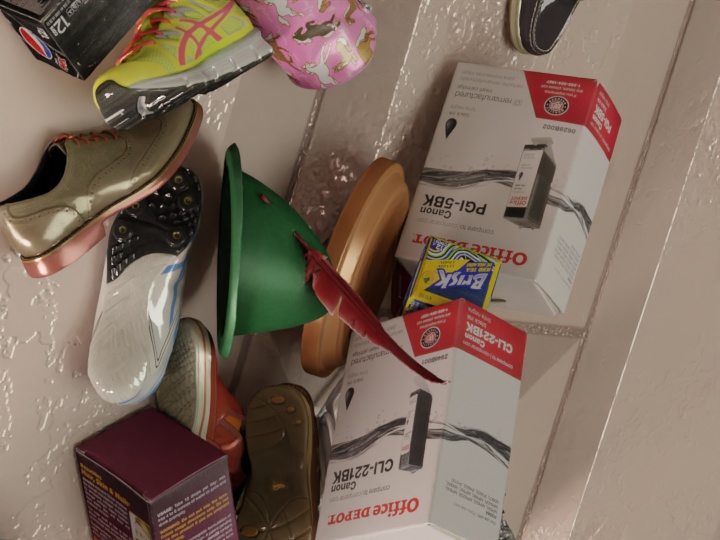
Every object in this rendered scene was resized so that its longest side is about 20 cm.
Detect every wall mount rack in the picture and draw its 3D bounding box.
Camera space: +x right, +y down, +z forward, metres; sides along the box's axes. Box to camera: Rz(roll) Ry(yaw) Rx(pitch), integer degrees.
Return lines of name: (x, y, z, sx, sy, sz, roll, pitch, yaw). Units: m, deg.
wall mount rack: (-0.010, 0.142, 1.818, 0.074, 0.200, 0.175, -3, 76, -10)

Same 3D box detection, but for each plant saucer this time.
plant saucer: (0.000, 0.000, 1.773, 0.200, 0.032, 0.202, 19, 90, -79)

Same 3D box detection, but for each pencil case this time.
pencil case: (-0.060, -0.236, 1.627, 0.200, 0.082, 0.087, 53, 52, -45)

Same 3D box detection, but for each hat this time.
hat: (-0.026, 0.000, 1.652, 0.175, 0.166, 0.202, 2, 80, -8)

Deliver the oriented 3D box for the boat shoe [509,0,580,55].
boat shoe: (0.201, -0.293, 1.888, 0.072, 0.065, 0.201, 18, 96, -51)

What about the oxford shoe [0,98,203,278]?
oxford shoe: (-0.200, -0.084, 1.566, 0.200, 0.070, 0.075, -49, 119, -30)

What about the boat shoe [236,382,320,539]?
boat shoe: (-0.064, 0.197, 1.754, 0.068, 0.072, 0.202, -10, 105, -71)

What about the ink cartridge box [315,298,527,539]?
ink cartridge box: (0.050, 0.141, 1.678, 0.083, 0.144, 0.201, 27, 60, -34)

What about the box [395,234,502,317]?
box: (0.068, 0.044, 1.794, 0.200, 0.070, 0.065, 109, 0, -66)

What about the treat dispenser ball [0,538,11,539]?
treat dispenser ball: (-0.286, 0.309, 1.564, 0.200, 0.200, 0.202, -23, 124, -38)

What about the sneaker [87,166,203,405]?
sneaker: (-0.174, 0.011, 1.650, 0.072, 0.071, 0.201, 8, 98, -83)

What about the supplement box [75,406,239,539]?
supplement box: (-0.165, 0.234, 1.722, 0.085, 0.110, 0.201, -28, 128, -32)

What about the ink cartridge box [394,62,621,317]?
ink cartridge box: (0.134, -0.075, 1.821, 0.083, 0.146, 0.201, 46, 58, -58)

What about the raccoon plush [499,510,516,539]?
raccoon plush: (0.076, 0.272, 2.027, 0.134, 0.097, 0.201, -29, 121, -25)

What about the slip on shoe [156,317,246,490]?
slip on shoe: (-0.132, 0.118, 1.729, 0.061, 0.074, 0.201, -26, 132, -26)

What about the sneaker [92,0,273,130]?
sneaker: (-0.151, -0.171, 1.552, 0.091, 0.078, 0.200, 62, 32, -5)

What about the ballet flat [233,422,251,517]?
ballet flat: (-0.097, 0.215, 1.819, 0.068, 0.068, 0.201, 9, 103, -50)

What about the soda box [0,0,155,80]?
soda box: (-0.177, -0.241, 1.513, 0.200, 0.063, 0.071, -50, 138, -16)

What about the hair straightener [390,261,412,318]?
hair straightener: (0.067, 0.051, 1.934, 0.077, 0.041, 0.201, -26, 126, -36)
